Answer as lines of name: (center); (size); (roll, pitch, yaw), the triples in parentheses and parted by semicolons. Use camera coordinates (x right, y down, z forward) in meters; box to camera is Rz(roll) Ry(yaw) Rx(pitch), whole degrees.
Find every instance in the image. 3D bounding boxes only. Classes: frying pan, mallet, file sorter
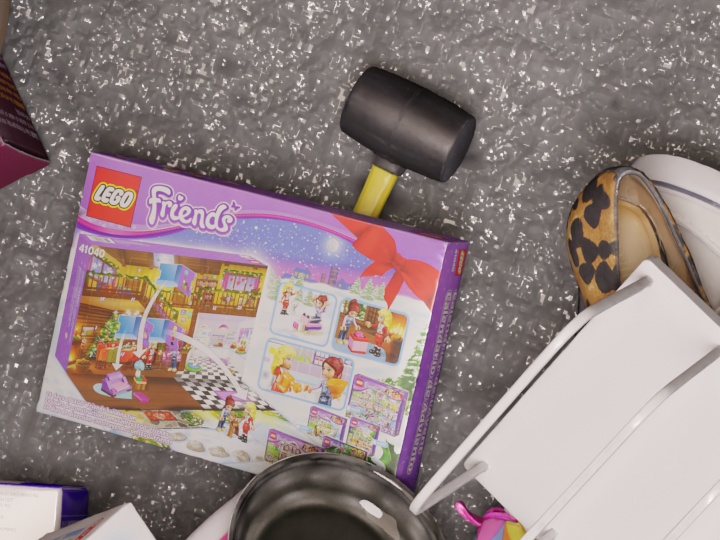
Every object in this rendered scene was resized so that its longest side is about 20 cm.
frying pan: (-0.023, 0.168, 1.395); (0.115, 0.031, 0.191); (28, 52, -5)
mallet: (0.000, 0.000, 1.520); (0.066, 0.041, 0.201); (19, 93, 13)
file sorter: (0.143, 0.120, 1.339); (0.200, 0.124, 0.139); (44, 111, 9)

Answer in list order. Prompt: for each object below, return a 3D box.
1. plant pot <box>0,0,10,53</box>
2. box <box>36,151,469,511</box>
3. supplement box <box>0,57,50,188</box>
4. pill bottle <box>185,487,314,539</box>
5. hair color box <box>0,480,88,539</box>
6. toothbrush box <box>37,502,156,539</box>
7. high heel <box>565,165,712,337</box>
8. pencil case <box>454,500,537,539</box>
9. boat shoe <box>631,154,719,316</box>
plant pot: (-0.283, -0.140, 1.400); (0.199, 0.174, 0.201); (-1, 85, 9)
box: (-0.055, 0.029, 1.501); (0.199, 0.039, 0.138); (15, 96, 19)
supplement box: (-0.266, -0.119, 1.535); (0.130, 0.103, 0.201); (-27, 83, 5)
pill bottle: (-0.013, 0.209, 1.466); (0.200, 0.113, 0.113); (43, 93, 9)
hair color box: (-0.203, 0.206, 1.522); (0.109, 0.065, 0.201); (4, 85, 9)
toothbrush box: (-0.118, 0.234, 1.380); (0.145, 0.086, 0.201); (-39, 99, -38)
high heel: (0.157, 0.050, 1.405); (0.071, 0.143, 0.200); (-24, 55, -17)
pencil case: (0.143, 0.159, 1.461); (0.199, 0.088, 0.089); (2, 86, 7)
boat shoe: (0.200, 0.024, 1.462); (0.200, 0.072, 0.066); (41, 64, 2)
